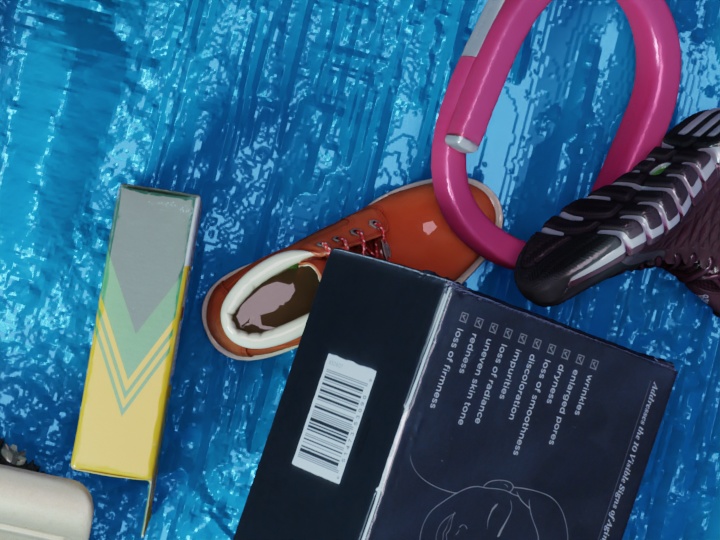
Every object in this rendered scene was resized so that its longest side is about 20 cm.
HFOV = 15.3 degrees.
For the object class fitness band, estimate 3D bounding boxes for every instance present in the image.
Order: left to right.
[{"bbox_3d":[0.122,-0.096,1.633,0.143,0.037,0.201,28,81,-29],"label":"fitness band"}]

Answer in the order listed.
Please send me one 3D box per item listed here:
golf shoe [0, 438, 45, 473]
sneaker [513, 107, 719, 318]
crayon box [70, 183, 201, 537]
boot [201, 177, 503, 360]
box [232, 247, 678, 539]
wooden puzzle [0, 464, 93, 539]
[{"bbox_3d":[-0.271,0.135,1.632,0.199,0.077,0.088,25,114,-5],"label":"golf shoe"},{"bbox_3d":[0.188,-0.005,1.624,0.200,0.076,0.116,-35,116,-25],"label":"sneaker"},{"bbox_3d":[-0.135,0.052,1.603,0.051,0.126,0.201,9,89,-3],"label":"crayon box"},{"bbox_3d":[0.000,0.000,1.623,0.199,0.107,0.075,-26,88,-5],"label":"boot"},{"bbox_3d":[0.056,0.114,1.574,0.196,0.124,0.201,20,88,-37],"label":"box"},{"bbox_3d":[-0.262,0.189,1.607,0.184,0.037,0.201,12,123,-3],"label":"wooden puzzle"}]
